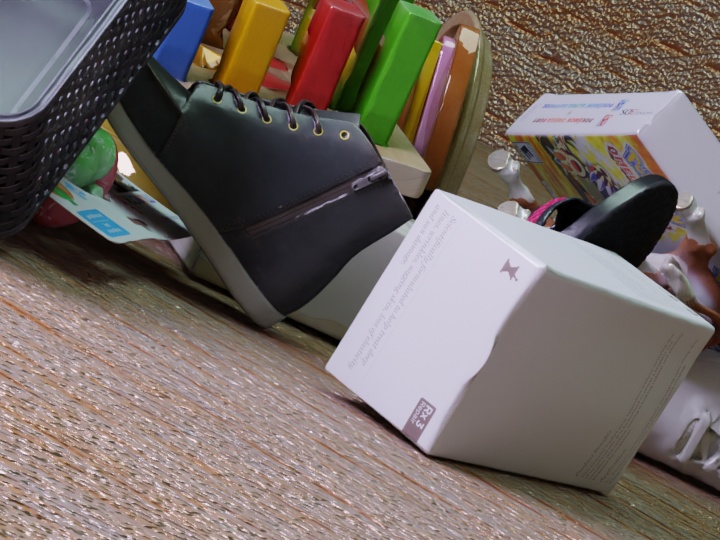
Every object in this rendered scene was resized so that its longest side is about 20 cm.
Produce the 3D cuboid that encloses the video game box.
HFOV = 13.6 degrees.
[{"bbox_3d":[0.195,-0.020,1.838,0.200,0.047,0.182,52,-18,-16],"label":"video game box"}]

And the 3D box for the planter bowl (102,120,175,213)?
[{"bbox_3d":[-0.100,-0.084,1.816,0.199,0.084,0.200,21,11,-4],"label":"planter bowl"}]

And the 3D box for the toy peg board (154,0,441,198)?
[{"bbox_3d":[-0.059,-0.148,1.735,0.198,0.098,0.200,17,18,-23],"label":"toy peg board"}]

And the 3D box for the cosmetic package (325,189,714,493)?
[{"bbox_3d":[0.084,0.039,1.534,0.081,0.113,0.200,38,9,33],"label":"cosmetic package"}]

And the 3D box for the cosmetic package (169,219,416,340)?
[{"bbox_3d":[0.000,0.000,1.687,0.199,0.073,0.104,26,6,-14],"label":"cosmetic package"}]

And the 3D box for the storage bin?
[{"bbox_3d":[-0.172,-0.130,1.428,0.135,0.200,0.094,28,-36,7],"label":"storage bin"}]

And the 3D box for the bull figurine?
[{"bbox_3d":[0.121,-0.003,1.783,0.199,0.065,0.122,10,-36,19],"label":"bull figurine"}]

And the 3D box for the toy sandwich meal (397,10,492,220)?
[{"bbox_3d":[0.025,-0.092,2.018,0.070,0.206,0.205,20,8,-14],"label":"toy sandwich meal"}]

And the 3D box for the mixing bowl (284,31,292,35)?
[{"bbox_3d":[-0.071,-0.118,2.180,0.199,0.109,0.200,27,7,-4],"label":"mixing bowl"}]

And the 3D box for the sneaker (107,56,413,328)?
[{"bbox_3d":[-0.064,-0.080,1.563,0.200,0.106,0.075,55,5,-11],"label":"sneaker"}]

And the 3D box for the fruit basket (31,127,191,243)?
[{"bbox_3d":[-0.175,-0.080,1.542,0.199,0.094,0.185,31,7,9],"label":"fruit basket"}]

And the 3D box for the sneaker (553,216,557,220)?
[{"bbox_3d":[0.201,0.035,1.998,0.200,0.085,0.077,46,-14,-7],"label":"sneaker"}]

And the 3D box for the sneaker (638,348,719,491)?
[{"bbox_3d":[0.231,0.110,1.811,0.199,0.075,0.089,21,27,-28],"label":"sneaker"}]

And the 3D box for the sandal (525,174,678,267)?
[{"bbox_3d":[0.092,-0.002,1.625,0.045,0.199,0.075,43,-28,30],"label":"sandal"}]
